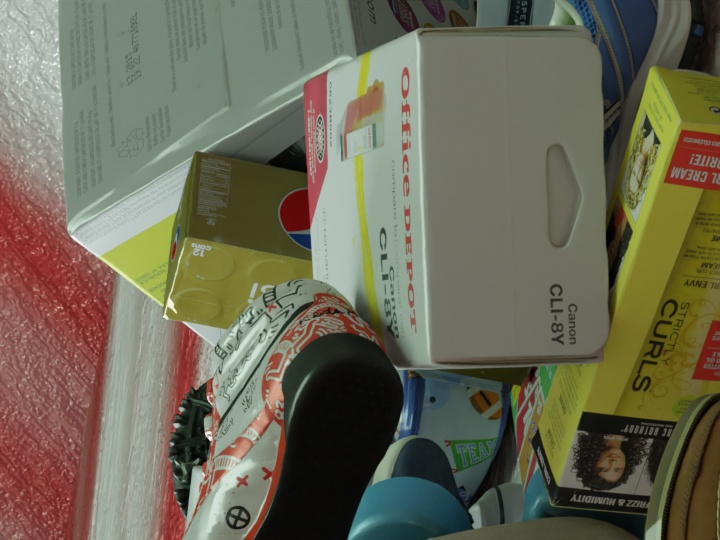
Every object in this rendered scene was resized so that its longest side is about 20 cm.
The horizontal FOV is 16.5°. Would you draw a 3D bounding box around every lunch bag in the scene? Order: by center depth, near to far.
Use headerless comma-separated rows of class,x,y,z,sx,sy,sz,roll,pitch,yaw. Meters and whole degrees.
lunch bag,0.036,0.067,1.496,0.161,0.075,0.201,115,162,-53

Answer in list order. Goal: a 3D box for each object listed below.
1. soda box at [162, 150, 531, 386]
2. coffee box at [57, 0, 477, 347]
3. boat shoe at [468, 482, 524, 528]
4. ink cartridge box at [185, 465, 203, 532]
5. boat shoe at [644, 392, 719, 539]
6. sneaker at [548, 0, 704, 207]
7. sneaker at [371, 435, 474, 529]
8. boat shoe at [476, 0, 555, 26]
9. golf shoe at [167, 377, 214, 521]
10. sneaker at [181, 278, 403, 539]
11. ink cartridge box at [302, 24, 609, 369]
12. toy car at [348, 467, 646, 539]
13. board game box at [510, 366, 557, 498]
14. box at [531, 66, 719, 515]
soda box,0.000,0.000,1.296,0.068,0.199,0.064,111,167,-46
coffee box,-0.033,-0.087,1.409,0.199,0.198,0.200,-30,44,23
boat shoe,0.044,0.193,1.400,0.074,0.066,0.201,-95,17,-45
ink cartridge box,-0.023,0.159,1.298,0.199,0.037,0.095,3,85,51
boat shoe,0.152,0.141,0.957,0.068,0.072,0.201,-17,58,48
sneaker,0.094,-0.058,1.198,0.076,0.077,0.201,-137,64,-66
sneaker,0.062,0.174,1.285,0.084,0.075,0.201,-26,63,34
boat shoe,0.088,-0.093,1.301,0.065,0.073,0.201,49,-127,-60
golf shoe,-0.051,0.155,1.432,0.095,0.077,0.201,55,-169,-64
sneaker,-0.047,0.102,1.111,0.202,0.067,0.108,-65,23,17
ink cartridge box,0.038,-0.029,1.123,0.200,0.083,0.146,171,96,-75
toy car,0.074,0.220,1.146,0.185,0.176,0.201,-78,-27,-57
board game box,0.118,0.032,1.258,0.096,0.030,0.201,-95,19,-46
box,0.136,0.013,1.069,0.050,0.075,0.201,-105,26,-56
